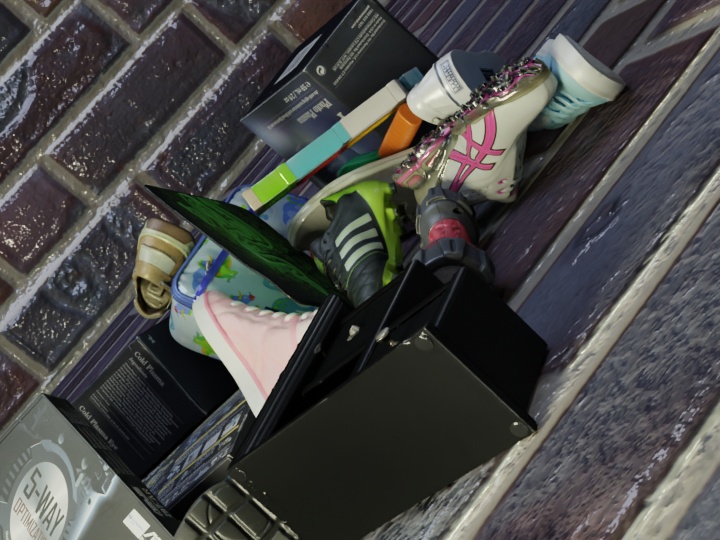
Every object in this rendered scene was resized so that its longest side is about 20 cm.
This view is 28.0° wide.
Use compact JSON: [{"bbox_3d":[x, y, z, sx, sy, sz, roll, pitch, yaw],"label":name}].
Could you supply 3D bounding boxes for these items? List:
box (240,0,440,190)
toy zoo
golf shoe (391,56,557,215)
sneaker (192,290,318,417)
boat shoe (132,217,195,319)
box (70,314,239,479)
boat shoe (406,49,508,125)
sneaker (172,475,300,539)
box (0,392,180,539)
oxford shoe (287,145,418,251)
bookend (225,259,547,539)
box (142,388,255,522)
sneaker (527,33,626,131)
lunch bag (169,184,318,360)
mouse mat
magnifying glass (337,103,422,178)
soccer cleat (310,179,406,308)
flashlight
[{"bbox_3d":[0.010,-0.156,1.506,0.123,0.198,0.200,-55,13,-21],"label":"box"},{"bbox_3d":[-0.022,-0.119,1.327,0.200,0.020,0.131,-37,2,-3],"label":"toy zoo"},{"bbox_3d":[0.112,-0.106,1.216,0.073,0.092,0.200,-50,6,-37],"label":"golf shoe"},{"bbox_3d":[-0.064,0.062,1.227,0.105,0.075,0.200,-42,44,3],"label":"sneaker"},{"bbox_3d":[-0.204,0.013,1.458,0.200,0.072,0.076,89,-158,-71],"label":"boat shoe"},{"bbox_3d":[-0.207,0.131,1.481,0.182,0.104,0.200,-44,-2,24],"label":"box"},{"bbox_3d":[0.101,-0.162,1.335,0.065,0.074,0.200,-32,-17,23],"label":"boat shoe"},{"bbox_3d":[-0.062,0.163,1.056,0.200,0.075,0.079,-45,-4,-20],"label":"sneaker"},{"bbox_3d":[-0.236,0.223,1.152,0.160,0.200,0.044,-47,-19,3],"label":"box"},{"bbox_3d":[0.027,-0.065,1.338,0.200,0.058,0.075,-25,-26,-9],"label":"oxford shoe"},{"bbox_3d":[0.036,0.057,0.946,0.200,0.092,0.199,-38,15,38],"label":"bookend"},{"bbox_3d":[-0.144,0.187,1.298,0.200,0.049,0.161,-43,14,26],"label":"box"},{"bbox_3d":[0.170,-0.149,1.233,0.082,0.074,0.200,-54,2,6],"label":"sneaker"},{"bbox_3d":[-0.088,0.007,1.395,0.200,0.161,0.082,-60,-15,-47],"label":"lunch bag"},{"bbox_3d":[-0.085,-0.018,1.290,0.161,0.200,0.008,10,-68,-60],"label":"mouse mat"},{"bbox_3d":[0.024,-0.101,1.403,0.022,0.080,0.200,-42,-10,-25],"label":"magnifying glass"},{"bbox_3d":[0.000,0.000,1.234,0.081,0.068,0.200,-14,41,11],"label":"soccer cleat"},{"bbox_3d":[0.068,-0.017,1.133,0.068,0.068,0.200,-62,9,19],"label":"flashlight"}]
